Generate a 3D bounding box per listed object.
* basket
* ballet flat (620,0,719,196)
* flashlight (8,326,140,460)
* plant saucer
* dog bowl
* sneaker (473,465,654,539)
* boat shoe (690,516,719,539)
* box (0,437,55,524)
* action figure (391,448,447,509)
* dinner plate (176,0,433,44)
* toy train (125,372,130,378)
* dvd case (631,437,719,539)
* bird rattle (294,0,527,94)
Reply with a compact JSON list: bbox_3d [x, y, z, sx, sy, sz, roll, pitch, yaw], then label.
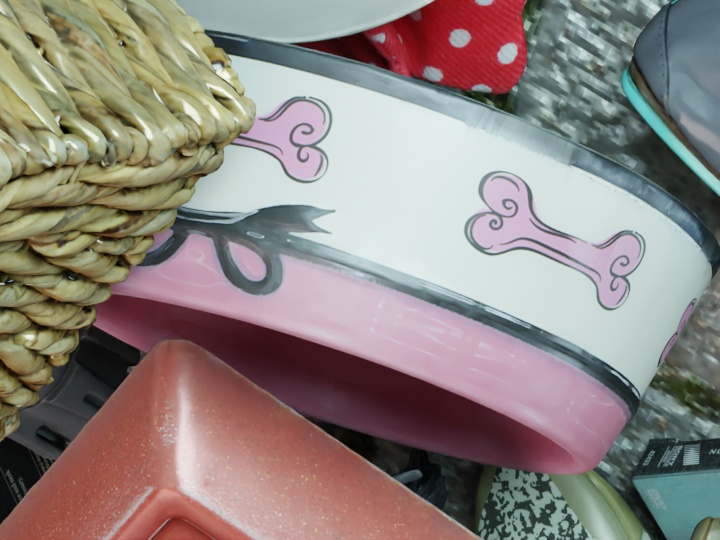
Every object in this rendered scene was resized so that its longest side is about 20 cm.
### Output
[{"bbox_3d":[-0.155,-0.055,0.780,0.200,0.143,0.149,53,126,16],"label":"basket"},{"bbox_3d":[0.157,-0.004,0.823,0.200,0.073,0.073,49,142,-2],"label":"ballet flat"},{"bbox_3d":[-0.146,-0.004,1.008,0.068,0.068,0.200,-33,146,16],"label":"flashlight"},{"bbox_3d":[-0.033,0.143,0.912,0.200,0.037,0.200,34,123,-12],"label":"plant saucer"},{"bbox_3d":[0.000,0.000,0.872,0.200,0.074,0.200,17,170,3],"label":"dog bowl"},{"bbox_3d":[0.059,0.157,0.991,0.077,0.089,0.201,-10,83,35],"label":"sneaker"},{"bbox_3d":[0.130,0.178,0.946,0.067,0.072,0.201,5,106,12],"label":"boat shoe"},{"bbox_3d":[-0.167,0.066,1.104,0.079,0.141,0.200,6,131,35],"label":"box"},{"bbox_3d":[-0.017,0.135,1.065,0.102,0.119,0.200,8,143,9],"label":"action figure"},{"bbox_3d":[-0.031,-0.158,0.785,0.200,0.024,0.201,5,106,19],"label":"dinner plate"},{"bbox_3d":[-0.075,0.117,1.045,0.042,0.200,0.056,10,132,-11],"label":"toy train"},{"bbox_3d":[0.195,0.107,0.935,0.200,0.022,0.146,-9,121,44],"label":"dvd case"},{"bbox_3d":[-0.043,-0.097,0.905,0.200,0.113,0.163,22,152,2],"label":"bird rattle"}]
